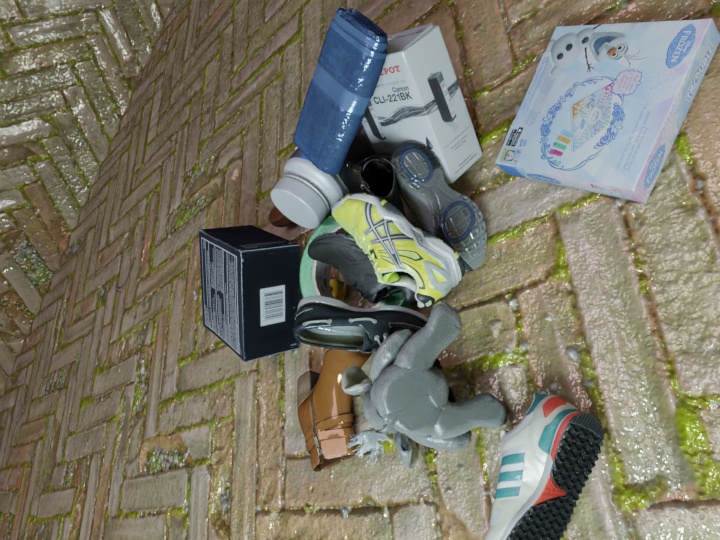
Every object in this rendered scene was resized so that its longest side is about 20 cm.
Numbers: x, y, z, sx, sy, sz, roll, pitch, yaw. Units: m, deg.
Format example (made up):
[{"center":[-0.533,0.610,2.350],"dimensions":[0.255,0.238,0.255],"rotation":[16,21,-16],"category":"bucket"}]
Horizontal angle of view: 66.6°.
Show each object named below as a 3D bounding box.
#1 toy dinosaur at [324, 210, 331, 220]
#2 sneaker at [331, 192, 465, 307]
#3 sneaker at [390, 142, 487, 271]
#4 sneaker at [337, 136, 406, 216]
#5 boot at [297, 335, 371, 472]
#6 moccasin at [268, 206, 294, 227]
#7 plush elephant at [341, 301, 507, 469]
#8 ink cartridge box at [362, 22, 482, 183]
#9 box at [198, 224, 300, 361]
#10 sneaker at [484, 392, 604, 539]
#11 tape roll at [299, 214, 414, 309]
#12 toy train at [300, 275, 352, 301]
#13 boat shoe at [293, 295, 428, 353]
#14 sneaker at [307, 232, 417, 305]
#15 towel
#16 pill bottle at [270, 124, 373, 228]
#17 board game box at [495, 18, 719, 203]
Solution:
[{"center":[-0.044,-0.165,0.999],"dimensions":[0.047,0.087,0.202],"rotation":[114,150,-73],"category":"toy dinosaur"},{"center":[0.033,-0.031,0.695],"dimensions":[0.199,0.076,0.076],"rotation":[33,69,26],"category":"sneaker"},{"center":[0.111,-0.086,0.780],"dimensions":[0.074,0.087,0.201],"rotation":[-28,79,-8],"category":"sneaker"},{"center":[0.010,-0.150,0.787],"dimensions":[0.074,0.106,0.201],"rotation":[-26,61,-7],"category":"sneaker"},{"center":[-0.028,0.203,0.836],"dimensions":[0.200,0.073,0.156],"rotation":[-49,42,39],"category":"boot"},{"center":[-0.122,-0.159,1.090],"dimensions":[0.201,0.077,0.074],"rotation":[-34,50,34],"category":"moccasin"},{"center":[0.061,0.162,0.705],"dimensions":[0.199,0.165,0.155],"rotation":[-34,-1,-10],"category":"plush elephant"},{"center":[0.073,-0.235,0.802],"dimensions":[0.084,0.201,0.144],"rotation":[-42,32,-26],"category":"ink cartridge box"},{"center":[-0.209,0.032,1.024],"dimensions":[0.198,0.122,0.202],"rotation":[22,115,50],"category":"box"},{"center":[0.182,0.228,0.600],"dimensions":[0.201,0.070,0.093],"rotation":[-66,22,6],"category":"sneaker"},{"center":[0.000,0.000,0.855],"dimensions":[0.199,0.048,0.202],"rotation":[-6,76,25],"category":"tape roll"},{"center":[-0.061,-0.011,0.975],"dimensions":[0.200,0.055,0.151],"rotation":[-46,45,26],"category":"toy train"},{"center":[0.005,0.087,0.763],"dimensions":[0.061,0.198,0.076],"rotation":[-83,-2,-48],"category":"boat shoe"},{"center":[0.005,-0.002,0.786],"dimensions":[0.199,0.076,0.092],"rotation":[11,86,29],"category":"sneaker"},{"center":[-0.026,-0.240,0.749],"dimensions":[0.112,0.048,0.201],"rotation":[53,131,35],"category":"towel"},{"center":[-0.057,-0.175,0.919],"dimensions":[0.113,0.114,0.201],"rotation":[5,55,49],"category":"pill bottle"},{"center":[0.290,-0.200,0.670],"dimensions":[0.199,0.043,0.201],"rotation":[28,95,51],"category":"board game box"}]
